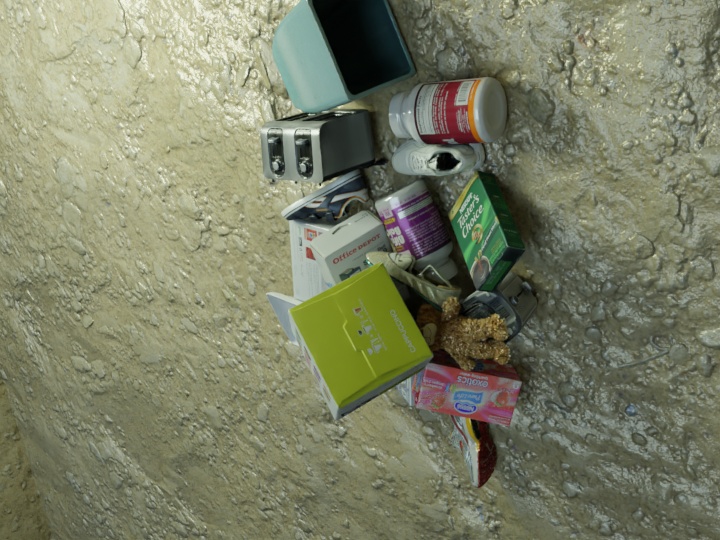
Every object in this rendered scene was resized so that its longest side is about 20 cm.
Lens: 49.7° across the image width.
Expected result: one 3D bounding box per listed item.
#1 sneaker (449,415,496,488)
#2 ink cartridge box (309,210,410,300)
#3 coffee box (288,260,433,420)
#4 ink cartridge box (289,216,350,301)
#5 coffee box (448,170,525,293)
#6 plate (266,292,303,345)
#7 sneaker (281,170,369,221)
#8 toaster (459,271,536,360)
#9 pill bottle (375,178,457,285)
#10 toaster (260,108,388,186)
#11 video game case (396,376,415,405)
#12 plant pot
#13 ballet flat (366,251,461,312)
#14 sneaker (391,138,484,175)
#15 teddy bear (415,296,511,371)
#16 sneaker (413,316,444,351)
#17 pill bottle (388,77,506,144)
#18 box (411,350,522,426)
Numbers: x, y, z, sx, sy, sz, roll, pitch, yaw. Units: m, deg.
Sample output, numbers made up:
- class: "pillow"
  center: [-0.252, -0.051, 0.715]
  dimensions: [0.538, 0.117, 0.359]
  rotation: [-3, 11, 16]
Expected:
- class: "sneaker"
  center: [0.244, 0.380, 1.711]
  dimensions: [0.081, 0.077, 0.203]
  rotation: [-5, 100, 43]
- class: "ink cartridge box"
  center: [0.000, 0.000, 1.608]
  dimensions: [0.087, 0.144, 0.202]
  rotation: [41, 157, 55]
- class: "coffee box"
  center: [-0.004, 0.135, 1.454]
  dimensions: [0.201, 0.198, 0.198]
  rotation: [61, 170, 13]
- class: "ink cartridge box"
  center: [-0.065, -0.019, 1.733]
  dimensions: [0.174, 0.084, 0.203]
  rotation: [18, 122, 32]
- class: "coffee box"
  center: [0.228, -0.073, 1.432]
  dimensions: [0.124, 0.043, 0.202]
  rotation: [120, 148, -41]
- class: "plate"
  center: [-0.112, 0.132, 1.843]
  dimensions: [0.198, 0.032, 0.201]
  rotation: [16, 145, 31]
- class: "sneaker"
  center: [-0.074, -0.138, 1.655]
  dimensions: [0.198, 0.078, 0.080]
  rotation: [-25, 97, 20]
- class: "toaster"
  center: [0.251, 0.090, 1.515]
  dimensions: [0.114, 0.129, 0.200]
  rotation: [51, 131, 6]
- class: "pill bottle"
  center: [0.117, -0.069, 1.550]
  dimensions: [0.112, 0.112, 0.202]
  rotation: [-21, 98, 42]
- class: "toaster"
  center: [-0.078, -0.253, 1.569]
  dimensions: [0.179, 0.199, 0.120]
  rotation: [11, 116, 42]
- class: "video game case"
  center: [0.078, 0.164, 1.694]
  dimensions: [0.182, 0.023, 0.203]
  rotation: [-134, 37, -58]
- class: "plant pot"
  center: [-0.055, -0.407, 1.470]
  dimensions: [0.199, 0.196, 0.198]
  rotation: [-13, 104, 49]
- class: "ballet flat"
  center: [0.105, 0.005, 1.496]
  dimensions: [0.199, 0.067, 0.063]
  rotation: [32, 109, 2]
- class: "sneaker"
  center: [0.135, -0.214, 1.487]
  dimensions: [0.198, 0.081, 0.076]
  rotation: [0, 114, 39]
- class: "teddy bear"
  center: [0.186, 0.121, 1.438]
  dimensions: [0.198, 0.067, 0.146]
  rotation: [22, 136, 20]
- class: "sneaker"
  center: [0.162, 0.184, 1.655]
  dimensions: [0.077, 0.088, 0.203]
  rotation: [23, 123, 51]
- class: "pill bottle"
  center: [0.156, -0.287, 1.412]
  dimensions: [0.198, 0.113, 0.115]
  rotation: [5, 115, 36]
- class: "box"
  center: [0.211, 0.234, 1.567]
  dimensions: [0.197, 0.095, 0.104]
  rotation: [12, 103, -4]
